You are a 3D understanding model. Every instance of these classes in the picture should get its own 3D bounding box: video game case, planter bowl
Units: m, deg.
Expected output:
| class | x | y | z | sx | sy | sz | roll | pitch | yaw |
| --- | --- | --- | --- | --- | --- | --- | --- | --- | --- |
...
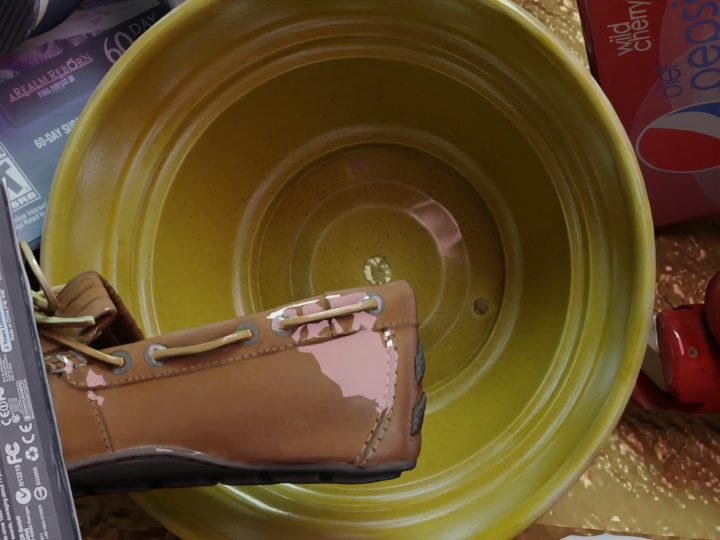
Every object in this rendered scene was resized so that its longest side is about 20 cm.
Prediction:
| class | x | y | z | sx | sy | sz | roll | pitch | yaw |
| --- | --- | --- | --- | --- | --- | --- | --- | --- | --- |
| video game case | -0.124 | -0.110 | 0.929 | 0.143 | 0.019 | 0.200 | -31 | 80 | -35 |
| planter bowl | 0.000 | 0.000 | 0.887 | 0.199 | 0.083 | 0.202 | 0 | 90 | 9 |

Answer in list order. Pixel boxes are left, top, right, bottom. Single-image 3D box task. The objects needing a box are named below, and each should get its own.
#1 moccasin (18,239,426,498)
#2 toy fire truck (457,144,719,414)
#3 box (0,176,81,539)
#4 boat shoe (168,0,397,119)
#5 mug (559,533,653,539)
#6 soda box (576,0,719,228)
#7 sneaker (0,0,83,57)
| class | x | y | z | sx | sy | sz | roll | pitch | yaw |
| --- | --- | --- | --- | --- | --- | --- | --- | --- | --- |
| moccasin | -0.081 | 0.030 | 0.820 | 0.200 | 0.074 | 0.078 | -4 | 87 | 9 |
| toy fire truck | 0.146 | -0.009 | 0.936 | 0.199 | 0.176 | 0.129 | -3 | 62 | -28 |
| box | -0.157 | 0.086 | 0.738 | 0.160 | 0.049 | 0.201 | -13 | 88 | -22 |
| boat shoe | -0.054 | -0.135 | 0.890 | 0.200 | 0.072 | 0.068 | 43 | 31 | -27 |
| mug | 0.076 | 0.169 | 0.786 | 0.199 | 0.175 | 0.148 | 28 | 52 | -9 |
| soda box | 0.113 | -0.091 | 0.955 | 0.070 | 0.200 | 0.064 | -12 | 62 | 5 |
| sneaker | -0.164 | -0.156 | 0.893 | 0.200 | 0.070 | 0.082 | 47 | 37 | 2 |
